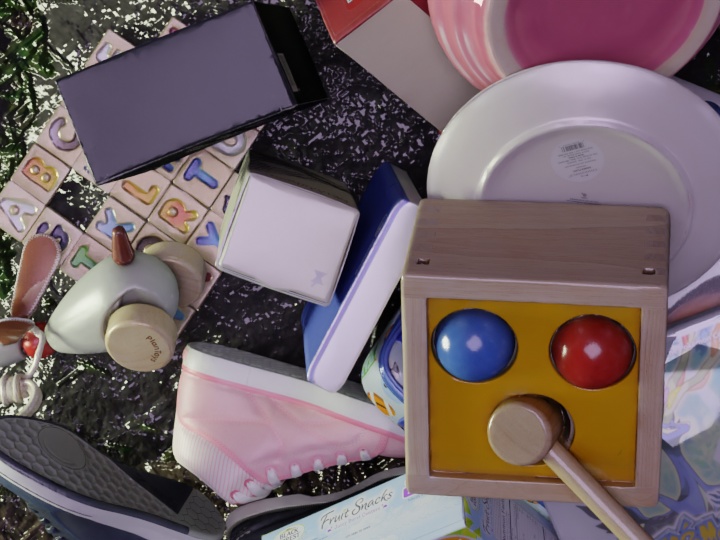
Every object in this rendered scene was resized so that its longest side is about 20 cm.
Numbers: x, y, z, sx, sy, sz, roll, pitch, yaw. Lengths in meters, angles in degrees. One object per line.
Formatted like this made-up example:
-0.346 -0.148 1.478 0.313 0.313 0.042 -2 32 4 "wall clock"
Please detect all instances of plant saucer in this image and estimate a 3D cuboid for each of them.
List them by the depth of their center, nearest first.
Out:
0.142 -0.173 1.348 0.200 0.051 0.201 -8 131 -9 "plant saucer"

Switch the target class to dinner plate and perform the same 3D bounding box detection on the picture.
0.140 -0.043 1.387 0.200 0.024 0.200 3 128 4 "dinner plate"

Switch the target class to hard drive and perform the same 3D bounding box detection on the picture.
0.000 0.000 1.501 0.025 0.200 0.132 27 97 -7 "hard drive"

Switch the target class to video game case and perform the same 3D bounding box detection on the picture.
0.216 0.126 1.452 0.200 0.022 0.183 -22 98 13 "video game case"

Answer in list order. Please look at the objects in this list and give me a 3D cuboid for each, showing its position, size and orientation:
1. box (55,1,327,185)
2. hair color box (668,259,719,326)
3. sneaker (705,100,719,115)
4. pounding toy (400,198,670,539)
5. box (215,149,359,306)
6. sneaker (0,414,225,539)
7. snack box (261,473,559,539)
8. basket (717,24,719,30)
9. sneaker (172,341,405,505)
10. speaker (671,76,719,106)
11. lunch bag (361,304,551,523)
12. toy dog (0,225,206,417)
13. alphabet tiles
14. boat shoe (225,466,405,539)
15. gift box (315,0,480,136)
-0.109 -0.120 1.494 0.141 0.200 0.079 -24 93 6 "box"
0.248 -0.009 1.469 0.111 0.064 0.200 44 102 1 "hair color box"
0.147 -0.069 1.474 0.200 0.075 0.088 -31 74 6 "sneaker"
0.121 0.079 1.359 0.184 0.142 0.200 2 119 8 "pounding toy"
-0.050 -0.032 1.500 0.082 0.200 0.069 19 96 -6 "box"
-0.215 0.190 1.564 0.202 0.077 0.146 31 116 -33 "sneaker"
0.057 0.218 1.507 0.168 0.068 0.200 -25 136 26 "snack box"
0.326 -0.186 1.453 0.149 0.200 0.143 29 94 1 "basket"
-0.041 0.125 1.581 0.200 0.075 0.105 15 95 10 "sneaker"
0.226 -0.088 1.534 0.200 0.081 0.081 23 97 2 "speaker"
0.109 0.080 1.528 0.200 0.076 0.160 37 66 -3 "lunch bag"
-0.209 0.020 1.564 0.200 0.132 0.096 -22 123 2 "toy dog"
-0.149 -0.073 1.607 0.167 0.008 0.200 35 98 2 "alphabet tiles"
0.000 0.189 1.572 0.199 0.075 0.066 -9 51 8 "boat shoe"
0.084 -0.203 1.451 0.200 0.187 0.185 -32 50 19 "gift box"
